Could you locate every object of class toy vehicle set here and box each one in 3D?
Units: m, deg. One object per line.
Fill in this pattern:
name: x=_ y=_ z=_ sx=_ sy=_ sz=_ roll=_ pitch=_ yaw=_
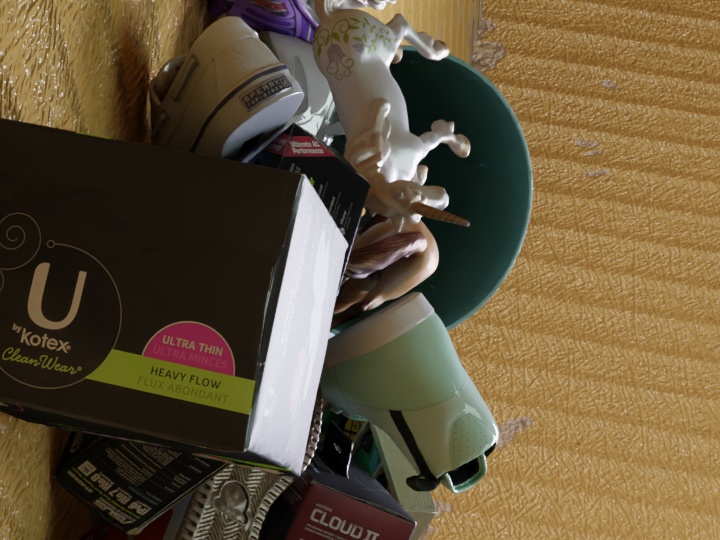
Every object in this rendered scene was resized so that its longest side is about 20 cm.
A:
toy vehicle set: x=-0.021 y=0.167 z=1.527 sx=0.200 sy=0.026 sz=0.125 roll=-58 pitch=-142 yaw=38

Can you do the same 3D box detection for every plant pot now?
plant pot: x=-0.004 y=-0.061 z=1.615 sx=0.161 sy=0.200 sz=0.202 roll=-157 pitch=-106 yaw=-66

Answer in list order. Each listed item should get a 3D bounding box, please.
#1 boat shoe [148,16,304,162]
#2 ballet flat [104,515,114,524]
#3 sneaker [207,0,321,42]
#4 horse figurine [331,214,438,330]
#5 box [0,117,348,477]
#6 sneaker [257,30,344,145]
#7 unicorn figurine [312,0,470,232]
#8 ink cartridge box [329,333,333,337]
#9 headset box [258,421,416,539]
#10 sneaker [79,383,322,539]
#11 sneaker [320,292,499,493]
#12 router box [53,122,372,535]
boat shoe: x=-0.089 y=-0.090 z=1.333 sx=0.070 sy=0.071 sz=0.200 roll=58 pitch=-19 yaw=6
ballet flat: x=-0.132 y=0.191 z=1.401 sx=0.067 sy=0.068 sz=0.201 roll=62 pitch=35 yaw=-68
sneaker: x=-0.064 y=-0.185 z=1.440 sx=0.200 sy=0.083 sz=0.081 roll=56 pitch=22 yaw=-60
horse figurine: x=0.000 y=0.000 z=1.435 sx=0.050 sy=0.132 sz=0.200 roll=57 pitch=-11 yaw=-2
box: x=-0.095 y=0.018 z=1.071 sx=0.200 sy=0.148 sz=0.125 roll=63 pitch=38 yaw=-80
sneaker: x=-0.075 y=-0.057 z=1.455 sx=0.074 sy=0.088 sz=0.201 roll=-8 pitch=-123 yaw=60
unicorn figurine: x=0.018 y=-0.090 z=1.401 sx=0.200 sy=0.074 sz=0.137 roll=59 pitch=25 yaw=14
ink cartridge box: x=-0.069 y=0.091 z=1.740 sx=0.200 sy=0.084 sz=0.145 roll=24 pitch=76 yaw=-83
headset box: x=-0.048 y=0.189 z=1.407 sx=0.201 sy=0.075 sz=0.149 roll=-65 pitch=-161 yaw=4
sneaker: x=-0.097 y=0.133 z=1.344 sx=0.112 sy=0.071 sz=0.200 roll=-23 pitch=-146 yaw=48
sneaker: x=0.019 y=0.086 z=1.396 sx=0.119 sy=0.074 sz=0.200 roll=60 pitch=-16 yaw=-1
router box: x=-0.080 y=0.030 z=1.291 sx=0.150 sy=0.062 sz=0.200 roll=-38 pitch=-157 yaw=36
